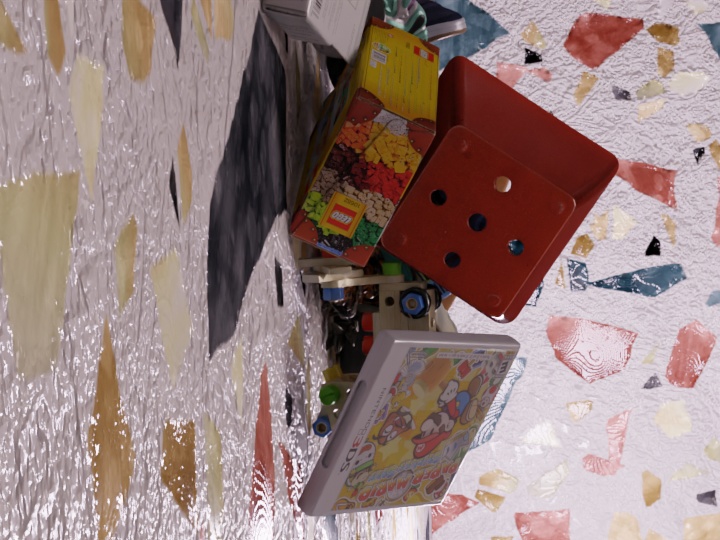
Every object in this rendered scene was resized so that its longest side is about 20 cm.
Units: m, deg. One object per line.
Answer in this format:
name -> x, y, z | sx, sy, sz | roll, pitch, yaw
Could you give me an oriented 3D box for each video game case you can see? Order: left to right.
video game case -> 0.048, 0.138, 1.462 | 0.200, 0.023, 0.182 | 5, 115, -51

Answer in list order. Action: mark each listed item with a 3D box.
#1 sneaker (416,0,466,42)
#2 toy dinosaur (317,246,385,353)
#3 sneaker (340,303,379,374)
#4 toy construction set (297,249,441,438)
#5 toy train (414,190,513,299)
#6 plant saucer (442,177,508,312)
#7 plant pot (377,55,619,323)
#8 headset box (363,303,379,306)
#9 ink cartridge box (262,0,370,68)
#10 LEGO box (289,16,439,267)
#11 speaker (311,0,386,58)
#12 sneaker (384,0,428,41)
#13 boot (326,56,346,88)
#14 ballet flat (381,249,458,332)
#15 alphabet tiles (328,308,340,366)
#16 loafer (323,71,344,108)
sneaker -> 0.035, -0.310, 1.795 | 0.200, 0.070, 0.109 | 12, -66, 49
toy dinosaur -> 0.000, 0.000, 1.646 | 0.200, 0.102, 0.136 | -52, 128, -50
sneaker -> 0.011, 0.139, 1.769 | 0.200, 0.075, 0.106 | 69, 21, -46
toy construction set -> 0.007, 0.065, 1.496 | 0.092, 0.131, 0.200 | -48, 134, -63
toy train -> 0.074, -0.072, 1.666 | 0.200, 0.114, 0.087 | 55, 6, -7
plant saucer -> 0.111, -0.027, 1.827 | 0.200, 0.037, 0.200 | -155, -90, -89
plant pot -> 0.114, -0.063, 1.532 | 0.200, 0.200, 0.176 | -57, -179, 14
headset box -> 0.024, 0.019, 1.885 | 0.200, 0.075, 0.149 | -89, 176, -72
ink cartridge box -> -0.020, -0.291, 1.383 | 0.174, 0.043, 0.200 | 33, 71, -77
LEGO box -> 0.006, -0.122, 1.476 | 0.200, 0.077, 0.149 | -82, -162, -60
speaker -> -0.022, -0.296, 1.526 | 0.200, 0.081, 0.081 | 82, 8, -55
sneaker -> 0.003, -0.304, 1.701 | 0.140, 0.078, 0.200 | 50, -22, 40
boot -> 0.044, -0.169, 1.821 | 0.211, 0.079, 0.158 | 47, -4, 5
ballet flat -> 0.062, 0.034, 1.731 | 0.069, 0.069, 0.200 | 76, -8, -67
alphabet tiles -> -0.026, 0.011, 1.777 | 0.166, 0.006, 0.200 | -81, 169, -66
loafer -> 0.013, -0.179, 1.647 | 0.063, 0.072, 0.200 | 60, -15, 2
